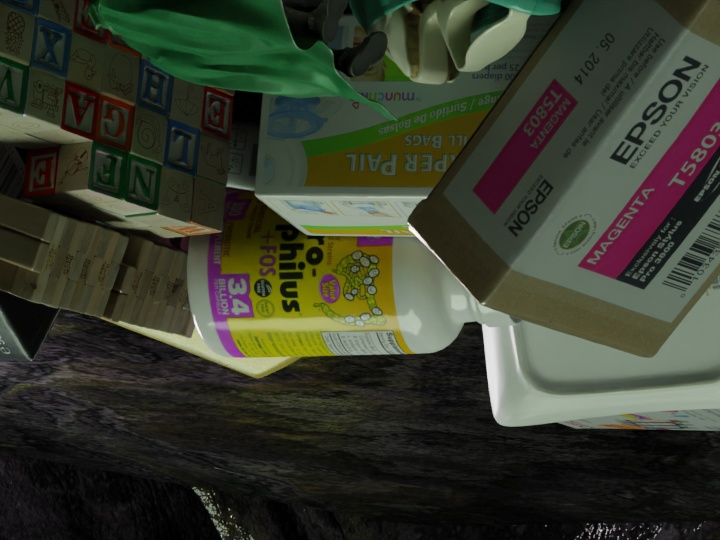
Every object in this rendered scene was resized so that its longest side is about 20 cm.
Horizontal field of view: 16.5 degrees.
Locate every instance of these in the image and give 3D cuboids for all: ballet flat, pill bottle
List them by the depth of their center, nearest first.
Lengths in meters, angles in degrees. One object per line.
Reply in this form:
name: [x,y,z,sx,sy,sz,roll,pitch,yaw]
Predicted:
ballet flat: [0.044,-0.134,1.284,0.067,0.071,0.200,10,168,-23]
pill bottle: [0.000,0.000,1.541,0.198,0.105,0.104,-2,167,17]

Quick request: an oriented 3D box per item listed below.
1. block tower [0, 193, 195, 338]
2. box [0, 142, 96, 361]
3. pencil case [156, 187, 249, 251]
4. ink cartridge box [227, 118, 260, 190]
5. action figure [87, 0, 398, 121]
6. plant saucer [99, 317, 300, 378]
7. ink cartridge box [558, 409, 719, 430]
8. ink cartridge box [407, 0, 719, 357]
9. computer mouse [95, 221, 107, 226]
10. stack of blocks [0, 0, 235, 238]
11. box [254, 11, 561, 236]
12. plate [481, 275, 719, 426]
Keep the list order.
block tower: [-0.163,-0.002,1.504,0.058,0.054,0.200,19,180,27]
box: [-0.299,-0.050,1.525,0.197,0.124,0.201,0,136,27]
pencil case: [-0.070,-0.018,1.713,0.082,0.087,0.200,-29,-159,-22]
ink cartridge box: [-0.107,-0.087,1.707,0.161,0.058,0.200,7,-171,-11]
action figure: [-0.078,-0.134,1.337,0.199,0.055,0.118,13,154,40]
plant saucer: [-0.138,0.025,1.759,0.199,0.049,0.200,22,179,-12]
ink cartridge box: [0.223,0.042,1.893,0.199,0.146,0.145,-1,168,32]
ink cartridge box: [0.146,-0.062,1.287,0.164,0.200,0.075,15,-153,-48]
computer mouse: [-0.225,-0.079,1.664,0.138,0.053,0.200,39,166,-11]
stack of blocks: [-0.161,-0.097,1.450,0.058,0.116,0.199,-4,165,38]
box: [0.050,-0.082,1.435,0.198,0.113,0.101,0,168,17]
plate: [0.165,0.002,1.562,0.198,0.201,0.032,-5,-164,13]
